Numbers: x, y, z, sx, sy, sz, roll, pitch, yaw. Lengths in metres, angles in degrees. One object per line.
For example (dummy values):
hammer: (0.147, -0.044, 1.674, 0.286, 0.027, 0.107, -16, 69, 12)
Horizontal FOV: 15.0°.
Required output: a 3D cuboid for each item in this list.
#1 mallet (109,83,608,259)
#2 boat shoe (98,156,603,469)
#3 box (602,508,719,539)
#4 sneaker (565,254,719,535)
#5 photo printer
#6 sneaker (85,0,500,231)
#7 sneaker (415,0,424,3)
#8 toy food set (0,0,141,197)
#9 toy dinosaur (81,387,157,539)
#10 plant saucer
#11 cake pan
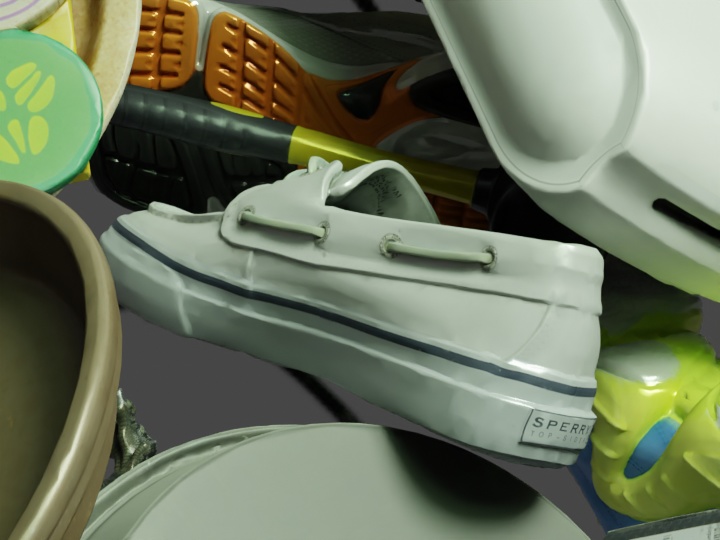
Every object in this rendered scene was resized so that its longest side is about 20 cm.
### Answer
mallet: (-0.012, -0.040, 0.868, 0.199, 0.041, 0.066, 16, 16, 11)
boat shoe: (0.000, 0.000, 0.803, 0.199, 0.067, 0.073, 19, 4, 42)
box: (0.098, 0.183, 0.666, 0.051, 0.158, 0.201, -13, 38, 23)
sneaker: (0.084, 0.062, 0.845, 0.075, 0.106, 0.200, -6, 20, -23)
photo printer: (0.087, -0.077, 0.835, 0.166, 0.069, 0.201, 19, 38, -45)
sneaker: (-0.019, -0.057, 0.925, 0.199, 0.076, 0.092, 10, 16, -3)
sneaker: (-0.056, -0.127, 0.920, 0.200, 0.116, 0.076, 40, 25, 10)
toy food set: (-0.161, -0.089, 0.836, 0.197, 0.049, 0.201, -8, 71, -4)
toy dinosaur: (-0.073, 0.080, 0.771, 0.200, 0.048, 0.088, 42, 51, 13)
plant saucer: (-0.137, 0.062, 0.681, 0.029, 0.199, 0.201, 50, 29, -35)
cake pan: (0.002, 0.126, 0.723, 0.199, 0.037, 0.201, 11, 58, -19)
